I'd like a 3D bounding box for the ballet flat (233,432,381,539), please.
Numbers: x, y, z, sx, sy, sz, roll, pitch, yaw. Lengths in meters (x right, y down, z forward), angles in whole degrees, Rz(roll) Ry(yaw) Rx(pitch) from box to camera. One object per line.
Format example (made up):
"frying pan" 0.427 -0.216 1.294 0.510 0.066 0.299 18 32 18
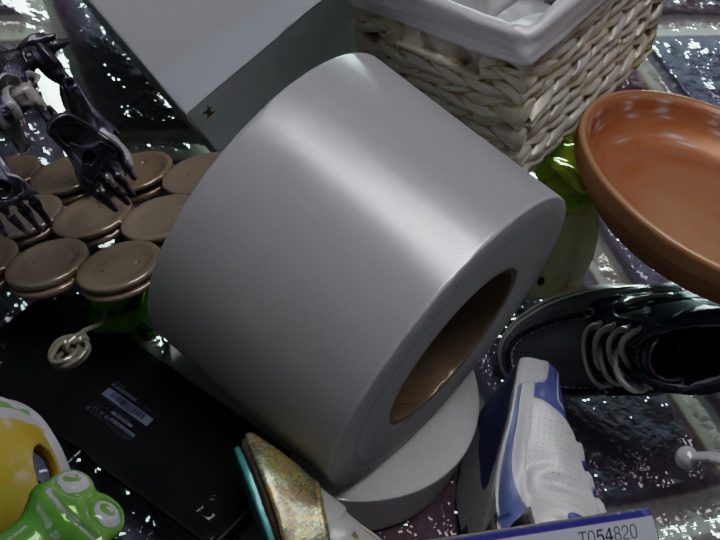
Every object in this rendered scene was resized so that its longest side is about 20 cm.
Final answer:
"ballet flat" -0.009 0.174 0.755 0.071 0.071 0.200 -9 73 -31

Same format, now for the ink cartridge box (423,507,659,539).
"ink cartridge box" 0.090 0.229 0.732 0.199 0.041 0.201 0 72 -34

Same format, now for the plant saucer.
"plant saucer" 0.218 -0.038 0.887 0.200 0.038 0.200 16 35 -12

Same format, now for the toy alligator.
"toy alligator" -0.128 0.014 0.862 0.059 0.054 0.200 -3 33 20

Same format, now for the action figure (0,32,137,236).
"action figure" -0.198 -0.072 0.848 0.119 0.102 0.200 -26 29 -12

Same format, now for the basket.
"basket" 0.098 -0.165 0.926 0.135 0.124 0.200 27 49 26

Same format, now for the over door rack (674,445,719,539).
"over door rack" 0.242 0.115 0.874 0.067 0.200 0.148 36 44 27

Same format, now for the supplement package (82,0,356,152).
"supplement package" -0.079 -0.199 1.016 0.191 0.147 0.200 -40 65 -2

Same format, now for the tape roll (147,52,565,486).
"tape roll" 0.000 0.000 0.817 0.139 0.203 0.203 38 44 17

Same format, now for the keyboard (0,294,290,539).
"keyboard" -0.147 0.096 0.821 0.200 0.021 0.127 31 53 23

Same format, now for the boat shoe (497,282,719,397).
"boat shoe" 0.165 0.046 0.911 0.093 0.200 0.075 -22 96 -62

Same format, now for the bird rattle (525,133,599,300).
"bird rattle" 0.106 -0.061 1.010 0.200 0.163 0.113 25 30 36

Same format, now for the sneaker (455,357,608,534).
"sneaker" 0.123 0.160 0.866 0.115 0.081 0.200 16 49 -14

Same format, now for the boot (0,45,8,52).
"boot" -0.291 -0.062 0.900 0.199 0.069 0.174 -10 48 -19

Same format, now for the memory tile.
"memory tile" -0.180 -0.028 0.882 0.199 0.017 0.153 1 35 25

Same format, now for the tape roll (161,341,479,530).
"tape roll" -0.025 0.069 0.911 0.202 0.037 0.203 12 43 -11

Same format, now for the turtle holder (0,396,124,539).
"turtle holder" -0.201 0.111 0.684 0.132 0.186 0.141 -30 81 -41
